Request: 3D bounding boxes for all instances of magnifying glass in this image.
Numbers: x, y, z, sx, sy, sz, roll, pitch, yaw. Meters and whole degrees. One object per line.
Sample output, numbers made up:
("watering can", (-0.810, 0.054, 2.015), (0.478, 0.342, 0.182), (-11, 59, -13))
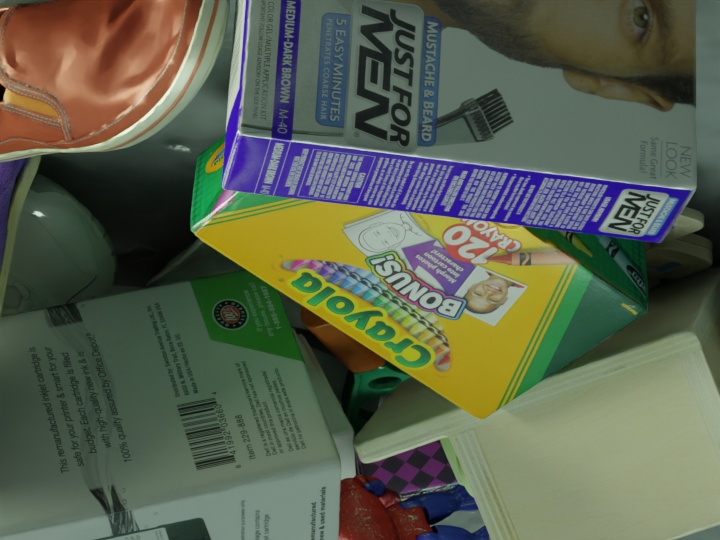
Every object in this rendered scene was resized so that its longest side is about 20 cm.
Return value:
("magnifying glass", (0.011, 0.058, 1.518), (0.079, 0.023, 0.200), (-14, 153, 14))

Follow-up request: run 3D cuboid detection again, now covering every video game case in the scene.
("video game case", (0.071, 0.117, 1.620), (0.199, 0.036, 0.181), (-9, 173, -15))

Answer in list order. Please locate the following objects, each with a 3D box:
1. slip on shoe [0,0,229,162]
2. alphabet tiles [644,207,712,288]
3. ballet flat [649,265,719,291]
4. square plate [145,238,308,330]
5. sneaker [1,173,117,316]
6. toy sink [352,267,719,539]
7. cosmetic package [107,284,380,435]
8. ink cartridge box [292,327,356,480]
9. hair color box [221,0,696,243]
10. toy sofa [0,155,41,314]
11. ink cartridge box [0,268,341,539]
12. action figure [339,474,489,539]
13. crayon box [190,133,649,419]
("slip on shoe", (-0.137, -0.094, 1.211), (0.199, 0.075, 0.061), (-10, 151, 41))
("alphabet tiles", (0.082, -0.023, 1.404), (0.199, 0.015, 0.195), (14, 161, -25))
("ballet flat", (0.163, 0.045, 1.505), (0.199, 0.072, 0.072), (-12, 153, 32))
("square plate", (0.000, 0.000, 1.438), (0.197, 0.029, 0.200), (14, 163, -15))
("sneaker", (-0.186, 0.032, 1.435), (0.074, 0.087, 0.201), (24, 134, 13))
("toy sink", (0.116, 0.095, 1.422), (0.199, 0.113, 0.130), (-20, -172, 18))
("cosmetic package", (-0.079, 0.059, 1.558), (0.082, 0.051, 0.200), (1, 164, 38))
("ink cartridge box", (-0.105, 0.136, 1.483), (0.199, 0.086, 0.148), (-20, 143, -14))
("hair color box", (0.044, -0.083, 1.151), (0.199, 0.110, 0.065), (7, 156, -9))
("toy sofa", (-0.232, 0.008, 1.299), (0.097, 0.201, 0.083), (-6, 156, 39))
("ink cartridge box", (-0.124, 0.091, 1.361), (0.199, 0.146, 0.084), (-10, 137, -12))
("action figure", (0.032, 0.143, 1.456), (0.052, 0.066, 0.199), (-36, 155, 33))
("crayon box", (0.030, -0.019, 1.289), (0.200, 0.058, 0.119), (33, 129, -29))
